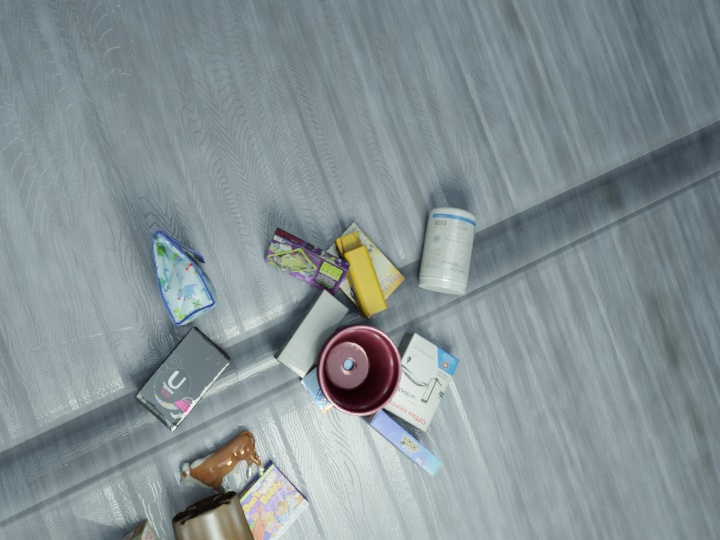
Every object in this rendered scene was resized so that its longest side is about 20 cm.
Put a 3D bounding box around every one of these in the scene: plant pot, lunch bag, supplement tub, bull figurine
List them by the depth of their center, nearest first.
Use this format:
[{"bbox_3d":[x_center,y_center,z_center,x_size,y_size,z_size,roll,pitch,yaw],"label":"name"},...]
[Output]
[{"bbox_3d":[-0.309,0.607,1.299,0.194,0.200,0.204,-17,86,-14],"label":"plant pot"},{"bbox_3d":[-0.410,0.012,1.370,0.125,0.170,0.204,-29,91,-13],"label":"lunch bag"},{"bbox_3d":[-0.325,0.467,1.411,0.197,0.065,0.124,-32,100,-8],"label":"bull figurine"},{"bbox_3d":[-0.017,0.231,1.423,0.193,0.179,0.208,1,84,-13],"label":"plant pot"},{"bbox_3d":[0.224,-0.051,1.546,0.128,0.132,0.207,11,84,-12],"label":"supplement tub"}]

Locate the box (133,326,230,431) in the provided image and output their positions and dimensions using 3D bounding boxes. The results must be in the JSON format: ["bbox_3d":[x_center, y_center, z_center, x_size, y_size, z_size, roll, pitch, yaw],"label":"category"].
[{"bbox_3d":[-0.407,0.246,1.386,0.122,0.106,0.202,40,78,-8],"label":"box"}]

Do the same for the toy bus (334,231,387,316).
[{"bbox_3d":[0.000,0.008,1.482,0.063,0.078,0.206,-19,90,-13],"label":"toy bus"}]

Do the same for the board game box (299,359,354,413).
[{"bbox_3d":[-0.048,0.253,1.516,0.198,0.019,0.104,-39,93,-13],"label":"board game box"}]

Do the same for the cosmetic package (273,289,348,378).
[{"bbox_3d":[-0.120,0.153,1.462,0.089,0.107,0.203,34,77,-8],"label":"cosmetic package"}]

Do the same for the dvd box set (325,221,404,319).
[{"bbox_3d":[0.000,0.000,1.539,0.200,0.029,0.147,45,78,-6],"label":"dvd box set"}]

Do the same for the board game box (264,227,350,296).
[{"bbox_3d":[-0.131,-0.018,1.460,0.196,0.121,0.033,27,46,-6],"label":"board game box"}]

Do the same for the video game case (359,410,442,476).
[{"bbox_3d":[0.087,0.401,1.453,0.199,0.181,0.046,41,79,-7],"label":"video game case"}]

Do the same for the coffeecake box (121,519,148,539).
[{"bbox_3d":[-0.456,0.678,1.316,0.072,0.153,0.204,-30,93,-13],"label":"coffeecake box"}]

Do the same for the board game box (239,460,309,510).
[{"bbox_3d":[-0.237,0.583,1.432,0.135,0.045,0.200,46,78,-6],"label":"board game box"}]

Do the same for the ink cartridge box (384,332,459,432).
[{"bbox_3d":[0.141,0.283,1.525,0.143,0.084,0.204,29,79,-10],"label":"ink cartridge box"}]
